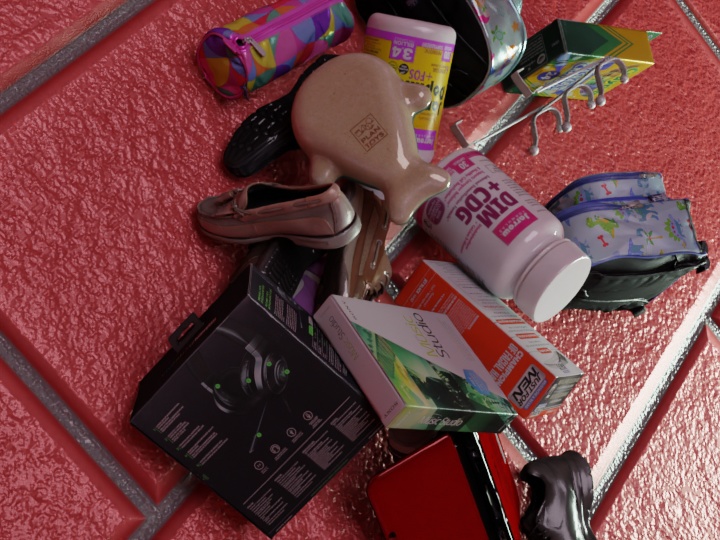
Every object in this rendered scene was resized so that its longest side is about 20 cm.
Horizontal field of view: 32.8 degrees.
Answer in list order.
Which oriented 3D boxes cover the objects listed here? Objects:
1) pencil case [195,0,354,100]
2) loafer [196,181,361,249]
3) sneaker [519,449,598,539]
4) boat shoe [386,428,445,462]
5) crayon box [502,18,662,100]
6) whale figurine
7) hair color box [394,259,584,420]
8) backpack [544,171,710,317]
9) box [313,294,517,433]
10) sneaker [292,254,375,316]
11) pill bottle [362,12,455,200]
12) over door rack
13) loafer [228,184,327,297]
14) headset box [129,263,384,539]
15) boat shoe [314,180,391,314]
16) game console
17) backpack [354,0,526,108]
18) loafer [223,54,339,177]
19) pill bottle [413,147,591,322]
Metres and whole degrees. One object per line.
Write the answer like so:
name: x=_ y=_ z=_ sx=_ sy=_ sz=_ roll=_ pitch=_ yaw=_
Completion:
pencil case: x=-0.094 y=-0.263 z=1.383 sx=0.199 sy=0.088 sz=0.089 roll=-38 pitch=96 yaw=-40
loafer: x=-0.090 y=-0.068 z=1.245 sx=0.072 sy=0.198 sz=0.063 roll=-53 pitch=136 yaw=-38
sneaker: x=0.230 y=0.312 z=1.417 sx=0.089 sy=0.076 sz=0.203 roll=0 pitch=66 yaw=-24
boat shoe: x=0.092 y=0.156 z=1.391 sx=0.200 sy=0.072 sz=0.063 roll=-45 pitch=143 yaw=-42
crayon box: x=0.299 y=-0.278 z=1.636 sx=0.198 sy=0.125 sz=0.052 roll=-2 pitch=74 yaw=-35
whale figurine: x=0.015 y=-0.132 z=1.290 sx=0.159 sy=0.104 sz=0.201 roll=-40 pitch=67 yaw=0
hair color box: x=0.143 y=0.075 z=1.360 sx=0.200 sy=0.064 sz=0.111 roll=41 pitch=15 yaw=22
backpack: x=0.296 y=-0.031 z=1.514 sx=0.197 sy=0.183 sz=0.149 roll=-5 pitch=67 yaw=-28
box: x=0.057 y=0.095 z=1.215 sx=0.199 sy=0.036 sz=0.145 roll=10 pitch=37 yaw=-50
sneaker: x=-0.018 y=0.088 z=1.321 sx=0.114 sy=0.073 sz=0.201 roll=-30 pitch=79 yaw=-35
pill bottle: x=0.042 y=-0.185 z=1.397 sx=0.103 sy=0.104 sz=0.203 roll=2 pitch=105 yaw=-34
over door rack: x=0.232 y=-0.202 z=1.551 sx=0.198 sy=0.147 sz=0.067 roll=-15 pitch=76 yaw=-38
loafer: x=-0.089 y=-0.028 z=1.310 sx=0.074 sy=0.070 sz=0.200 roll=67 pitch=31 yaw=-22
headset box: x=-0.101 y=0.121 z=1.177 sx=0.200 sy=0.174 sz=0.093 roll=41 pitch=12 yaw=-15
boat shoe: x=0.000 y=0.000 z=1.290 sx=0.071 sy=0.076 sz=0.203 roll=18 pitch=63 yaw=-19
game console: x=0.095 y=0.240 z=1.327 sx=0.173 sy=0.117 sz=0.202 roll=-78 pitch=152 yaw=-59
backpack: x=0.108 y=-0.307 z=1.482 sx=0.150 sy=0.177 sz=0.202 roll=-28 pitch=83 yaw=-35
loafer: x=-0.072 y=-0.163 z=1.374 sx=0.201 sy=0.068 sz=0.071 roll=-45 pitch=135 yaw=-26
pill bottle: x=0.163 y=-0.040 z=1.411 sx=0.113 sy=0.114 sz=0.200 roll=-24 pitch=56 yaw=-38
